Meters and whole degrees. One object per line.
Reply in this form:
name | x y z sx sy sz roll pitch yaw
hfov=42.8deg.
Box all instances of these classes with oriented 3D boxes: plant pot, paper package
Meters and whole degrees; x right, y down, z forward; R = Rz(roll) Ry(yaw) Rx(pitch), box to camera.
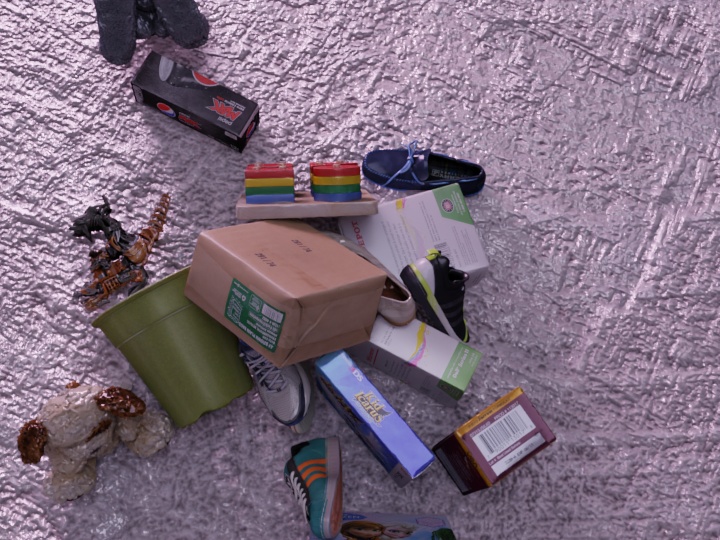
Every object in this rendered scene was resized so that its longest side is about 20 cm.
plant pot | -0.246 0.113 1.301 0.199 0.200 0.191 -28 89 -12
paper package | -0.098 0.021 1.210 0.200 0.104 0.190 32 30 33

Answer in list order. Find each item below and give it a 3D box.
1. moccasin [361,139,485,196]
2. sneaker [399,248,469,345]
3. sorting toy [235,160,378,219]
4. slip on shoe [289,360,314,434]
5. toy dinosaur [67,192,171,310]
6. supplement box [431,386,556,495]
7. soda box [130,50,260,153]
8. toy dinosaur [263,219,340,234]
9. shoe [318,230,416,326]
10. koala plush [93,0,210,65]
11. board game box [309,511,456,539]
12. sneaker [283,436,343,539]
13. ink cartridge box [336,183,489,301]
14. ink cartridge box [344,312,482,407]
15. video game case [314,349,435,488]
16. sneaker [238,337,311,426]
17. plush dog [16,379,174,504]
moccasin | 0.102 -0.169 1.459 0.198 0.068 0.081 3 72 -3
sneaker | 0.131 0.042 1.329 0.083 0.200 0.072 -37 47 2
sorting toy | -0.082 -0.124 1.359 0.197 0.200 0.070 -2 100 -5
slip on shoe | -0.117 0.144 1.352 0.061 0.074 0.201 -23 78 21
toy dinosaur | -0.364 -0.036 1.390 0.136 0.102 0.200 41 55 -6
supplement box | 0.178 0.239 1.264 0.110 0.200 0.086 -31 78 -13
soda box | -0.262 -0.270 1.470 0.199 0.063 0.071 27 73 4
toy dinosaur | -0.107 -0.001 1.388 0.199 0.086 0.136 16 79 7
shoe | 0.000 0.000 1.299 0.200 0.053 0.070 37 74 20
koala plush | -0.344 -0.442 1.464 0.176 0.200 0.185 -14 112 -7
board game box | 0.029 0.370 1.214 0.198 0.200 0.041 3 93 -3
sneaker | -0.066 0.298 1.253 0.079 0.200 0.072 -6 110 2
ink cartridge box | 0.074 -0.030 1.404 0.199 0.088 0.146 -16 74 -11
ink cartridge box | 0.068 0.115 1.340 0.199 0.117 0.068 27 71 6
video game case | 0.014 0.206 1.274 0.045 0.181 0.200 -39 78 -14
sneaker | -0.134 0.122 1.278 0.077 0.085 0.201 -26 73 14
plush dog | -0.374 0.205 1.253 0.199 0.172 0.161 -28 76 -11
